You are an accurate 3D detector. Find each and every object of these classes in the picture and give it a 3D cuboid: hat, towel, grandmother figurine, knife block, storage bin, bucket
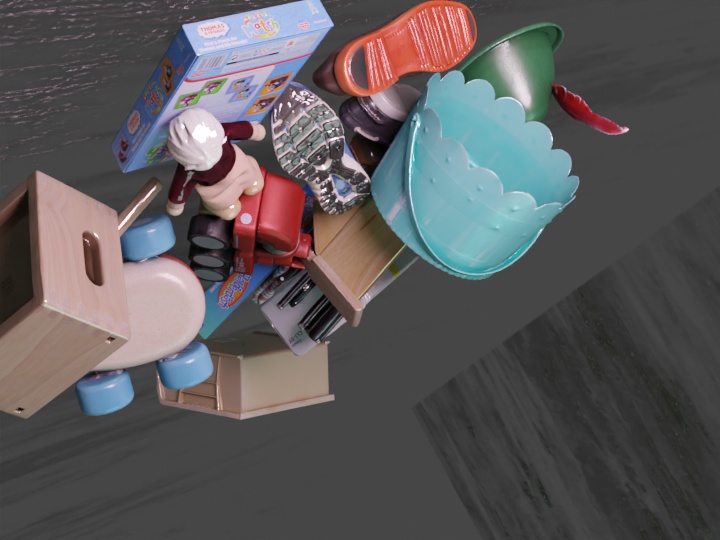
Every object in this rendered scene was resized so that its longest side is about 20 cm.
[{"bbox_3d":[0.207,-0.177,1.629,0.165,0.177,0.200,-31,168,10],"label":"hat"},{"bbox_3d":[-0.068,-0.027,1.772,0.146,0.030,0.200,-48,-176,-22],"label":"towel"},{"bbox_3d":[-0.143,-0.102,1.309,0.122,0.060,0.200,-55,168,-9],"label":"grandmother figurine"},{"bbox_3d":[0.000,0.000,1.608,0.198,0.177,0.064,-2,-172,10],"label":"knife block"},{"bbox_3d":[-0.179,0.155,2.101,0.197,0.095,0.199,4,-173,42],"label":"storage bin"},{"bbox_3d":[0.118,-0.098,1.486,0.206,0.208,0.135,-13,148,-52],"label":"bucket"}]

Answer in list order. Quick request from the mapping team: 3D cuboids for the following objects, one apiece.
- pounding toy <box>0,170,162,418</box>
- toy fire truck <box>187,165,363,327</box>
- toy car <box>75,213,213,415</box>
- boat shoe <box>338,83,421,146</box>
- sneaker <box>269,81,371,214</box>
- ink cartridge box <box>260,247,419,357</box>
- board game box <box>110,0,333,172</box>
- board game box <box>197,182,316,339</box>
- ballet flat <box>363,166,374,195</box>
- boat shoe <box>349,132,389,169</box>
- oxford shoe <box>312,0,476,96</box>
[{"bbox_3d":[-0.291,0.008,1.314,0.184,0.201,0.142,-35,138,26],"label":"pounding toy"},{"bbox_3d":[-0.086,-0.027,1.505,0.198,0.130,0.176,10,161,-3],"label":"toy fire truck"},{"bbox_3d":[-0.269,0.031,1.544,0.175,0.186,0.200,-17,-163,-9],"label":"toy car"},{"bbox_3d":[0.041,-0.170,1.570,0.060,0.074,0.200,-33,164,19],"label":"boat shoe"},{"bbox_3d":[-0.056,-0.140,1.467,0.078,0.089,0.200,-32,148,-1],"label":"sneaker"},{"bbox_3d":[-0.017,0.009,1.763,0.145,0.084,0.200,-39,180,32],"label":"ink cartridge box"},{"bbox_3d":[-0.131,-0.169,1.271,0.150,0.037,0.200,-20,164,-37],"label":"board game box"},{"bbox_3d":[-0.125,-0.017,1.723,0.200,0.045,0.152,-44,-176,39],"label":"board game box"},{"bbox_3d":[-0.014,-0.086,1.863,0.056,0.067,0.200,23,140,-21],"label":"ballet flat"},{"bbox_3d":[0.057,-0.151,1.680,0.199,0.076,0.074,-16,167,-47],"label":"boat shoe"},{"bbox_3d":[0.036,-0.227,1.395,0.199,0.072,0.072,-24,-164,-36],"label":"oxford shoe"}]
